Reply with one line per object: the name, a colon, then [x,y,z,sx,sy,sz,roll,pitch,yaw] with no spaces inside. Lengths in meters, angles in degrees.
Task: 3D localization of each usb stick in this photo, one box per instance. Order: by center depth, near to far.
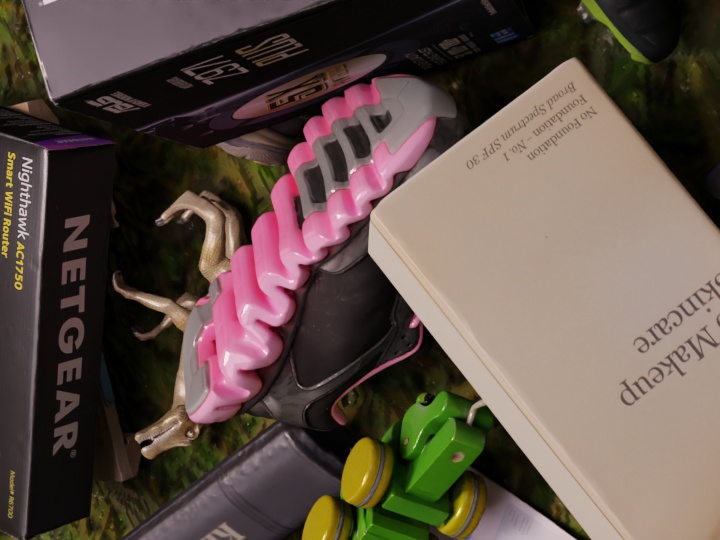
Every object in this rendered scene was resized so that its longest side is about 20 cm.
usb stick: [-0.075,0.130,0.929,0.200,0.055,0.033,-38,31,34]

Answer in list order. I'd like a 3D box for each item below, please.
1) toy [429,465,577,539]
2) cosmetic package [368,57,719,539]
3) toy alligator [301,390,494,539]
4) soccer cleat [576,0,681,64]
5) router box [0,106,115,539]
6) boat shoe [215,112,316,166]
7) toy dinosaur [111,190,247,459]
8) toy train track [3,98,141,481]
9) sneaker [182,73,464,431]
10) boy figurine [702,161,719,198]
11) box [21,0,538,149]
toy: [0.088,0.184,0.819,0.199,0.047,0.116,31,112,28]
cosmetic package: [0.101,0.033,0.706,0.103,0.073,0.200,-38,80,-8]
toy alligator: [0.027,0.084,0.830,0.200,0.059,0.054,-57,23,32]
soccer cleat: [0.099,-0.184,0.752,0.081,0.067,0.201,-22,83,25]
router box: [-0.198,0.017,0.950,0.149,0.051,0.201,17,109,35]
boat shoe: [-0.086,-0.137,0.895,0.200,0.074,0.073,45,105,15]
toy dinosaur: [-0.054,0.006,0.905,0.101,0.058,0.200,47,119,3]
toy train track: [-0.143,0.009,0.971,0.114,0.032,0.201,-5,100,45]
sneaker: [0.000,0.000,0.813,0.200,0.095,0.079,-53,27,35]
boy figurine: [0.221,0.013,0.689,0.200,0.064,0.124,50,121,19]
box: [-0.027,-0.120,0.737,0.163,0.200,0.087,-18,86,10]
